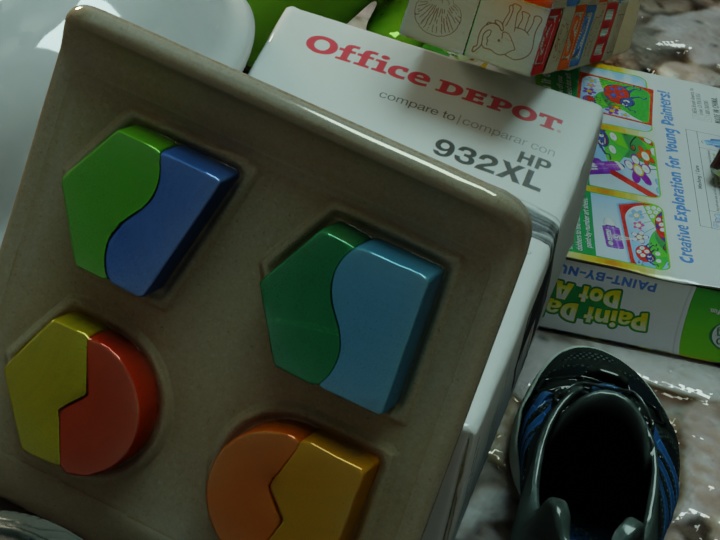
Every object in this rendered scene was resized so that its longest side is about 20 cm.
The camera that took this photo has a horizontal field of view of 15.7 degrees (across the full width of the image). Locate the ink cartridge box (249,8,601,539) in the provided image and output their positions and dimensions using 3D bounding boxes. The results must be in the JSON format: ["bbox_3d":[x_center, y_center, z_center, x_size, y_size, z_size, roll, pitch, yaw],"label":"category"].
[{"bbox_3d":[0.000,0.000,1.047,0.145,0.084,0.200,18,45,7],"label":"ink cartridge box"}]

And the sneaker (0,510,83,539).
[{"bbox_3d":[-0.091,0.153,0.842,0.200,0.060,0.104,32,31,20],"label":"sneaker"}]

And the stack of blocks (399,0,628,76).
[{"bbox_3d":[0.081,-0.150,1.114,0.058,0.116,0.200,19,11,12],"label":"stack of blocks"}]

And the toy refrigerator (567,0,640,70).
[{"bbox_3d":[0.097,-0.150,1.318,0.070,0.076,0.200,14,11,13],"label":"toy refrigerator"}]

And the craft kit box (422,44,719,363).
[{"bbox_3d":[0.094,-0.041,1.243,0.197,0.049,0.200,14,31,-6],"label":"craft kit box"}]

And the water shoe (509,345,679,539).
[{"bbox_3d":[0.098,0.075,1.026,0.071,0.079,0.200,14,31,-1],"label":"water shoe"}]

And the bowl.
[{"bbox_3d":[-0.151,-0.090,1.073,0.201,0.091,0.201,-25,28,14],"label":"bowl"}]

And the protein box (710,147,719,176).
[{"bbox_3d":[0.305,-0.087,1.274,0.198,0.135,0.200,31,30,5],"label":"protein box"}]

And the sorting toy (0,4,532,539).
[{"bbox_3d":[-0.052,0.029,0.918,0.185,0.201,0.036,25,24,16],"label":"sorting toy"}]

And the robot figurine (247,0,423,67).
[{"bbox_3d":[-0.031,-0.174,1.248,0.175,0.200,0.116,45,12,-17],"label":"robot figurine"}]
